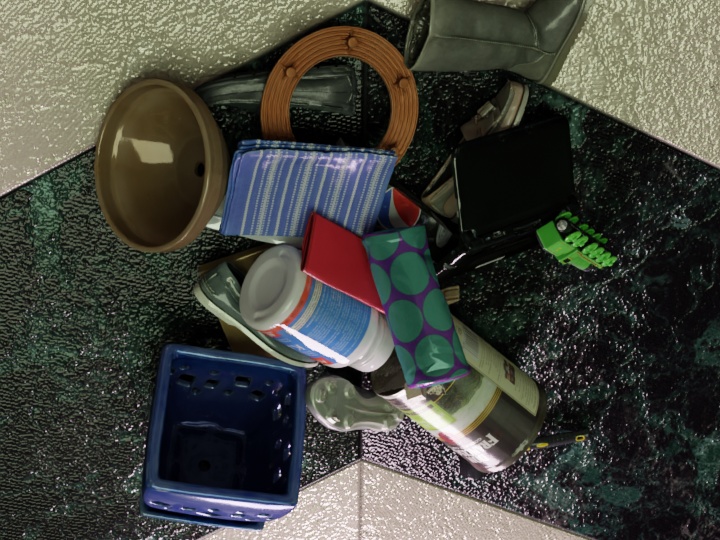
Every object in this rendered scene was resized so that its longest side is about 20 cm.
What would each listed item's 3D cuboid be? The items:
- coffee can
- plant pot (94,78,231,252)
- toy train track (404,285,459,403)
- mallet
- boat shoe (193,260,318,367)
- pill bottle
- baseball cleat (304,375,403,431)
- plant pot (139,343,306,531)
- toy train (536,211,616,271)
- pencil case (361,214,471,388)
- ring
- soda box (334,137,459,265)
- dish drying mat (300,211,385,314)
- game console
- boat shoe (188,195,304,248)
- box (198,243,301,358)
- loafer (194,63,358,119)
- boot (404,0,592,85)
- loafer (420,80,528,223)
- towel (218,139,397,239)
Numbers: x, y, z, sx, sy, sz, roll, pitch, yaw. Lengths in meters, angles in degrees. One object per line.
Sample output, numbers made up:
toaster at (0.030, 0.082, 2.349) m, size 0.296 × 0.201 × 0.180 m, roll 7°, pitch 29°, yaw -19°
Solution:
coffee can at (0.132, 0.158, 1.761) m, size 0.199 × 0.147 × 0.146 m, roll 38°, pitch 107°, yaw -24°
plant pot at (-0.220, -0.123, 1.561) m, size 0.092 × 0.201 × 0.202 m, roll -3°, pitch 127°, yaw -51°
toy train track at (0.071, 0.074, 1.679) m, size 0.114 × 0.202 × 0.032 m, roll -23°, pitch 136°, yaw 32°
mallet at (0.235, 0.245, 1.889) m, size 0.198 × 0.041 × 0.067 m, roll -16°, pitch 117°, yaw -6°
boat shoe at (-0.119, 0.057, 1.682) m, size 0.199 × 0.073 × 0.062 m, roll 34°, pitch 107°, yaw -23°
pill bottle at (-0.047, 0.056, 1.646) m, size 0.199 × 0.113 × 0.112 m, roll 31°, pitch 110°, yaw -39°
baseball cleat at (-0.029, 0.182, 1.750) m, size 0.199 × 0.105 × 0.071 m, roll 24°, pitch 72°, yaw -49°
plant pot at (-0.189, 0.230, 1.706) m, size 0.197 × 0.202 × 0.180 m, roll 10°, pitch 150°, yaw -15°
toy train at (0.278, -0.031, 1.687) m, size 0.056 × 0.042 × 0.200 m, roll -31°, pitch 157°, yaw 17°
pencil case at (0.069, 0.042, 1.591) m, size 0.084 × 0.092 × 0.202 m, roll -18°, pitch 87°, yaw 21°
ring at (-0.022, -0.188, 1.558) m, size 0.198 × 0.019 × 0.203 m, roll -5°, pitch 107°, yaw -17°
soda box at (0.034, -0.079, 1.662) m, size 0.199 × 0.071 × 0.063 m, roll 36°, pitch 102°, yaw -24°
dish drying mat at (0.000, 0.000, 1.617) m, size 0.018 × 0.078 × 0.199 m, roll -6°, pitch 156°, yaw 43°
game console at (0.170, -0.087, 1.642) m, size 0.198 × 0.117 × 0.176 m, roll -19°, pitch 166°, yaw -34°
boat shoe at (-0.120, -0.072, 1.636) m, size 0.197 × 0.074 × 0.066 m, roll 12°, pitch 96°, yaw -11°
box at (-0.093, 0.033, 1.728) m, size 0.198 × 0.021 × 0.165 m, roll -19°, pitch 118°, yaw 2°
loafer at (-0.100, -0.206, 1.571) m, size 0.198 × 0.068 × 0.071 m, roll -6°, pitch 101°, yaw -10°
boot at (0.165, -0.306, 1.553) m, size 0.198 × 0.073 × 0.184 m, roll 10°, pitch 116°, yaw -19°
loafer at (0.142, -0.152, 1.645) m, size 0.062 × 0.072 × 0.201 m, roll 22°, pitch 115°, yaw -11°
towel at (-0.064, -0.091, 1.557) m, size 0.197 × 0.024 × 0.146 m, roll 2°, pitch 134°, yaw -17°
